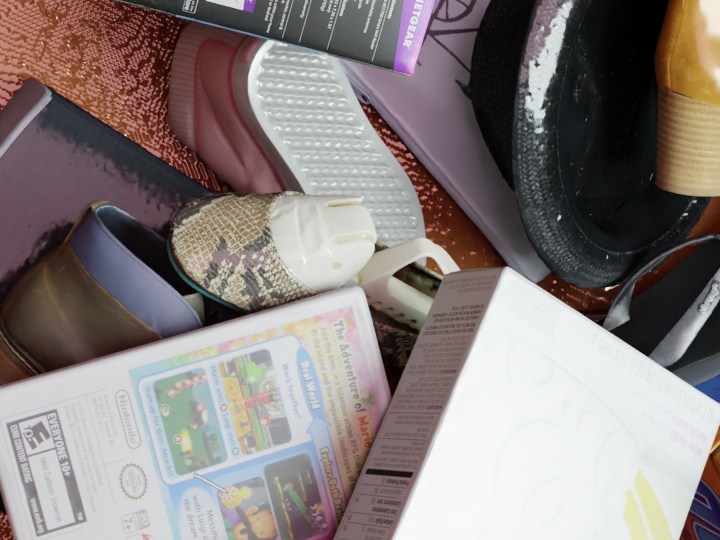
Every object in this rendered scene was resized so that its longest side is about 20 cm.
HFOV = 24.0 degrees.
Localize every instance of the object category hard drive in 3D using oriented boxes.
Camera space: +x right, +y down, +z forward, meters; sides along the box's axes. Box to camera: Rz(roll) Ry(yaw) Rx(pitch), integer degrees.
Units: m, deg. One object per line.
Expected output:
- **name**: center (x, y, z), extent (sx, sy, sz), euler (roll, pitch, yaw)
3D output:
- **hard drive**: center (-0.167, 0.015, 0.860), extent (0.134, 0.042, 0.201), euler (32, 79, -12)

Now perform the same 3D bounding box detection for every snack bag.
- **snack bag**: center (0.103, -0.115, 0.960), extent (0.200, 0.021, 0.189), euler (-45, 99, -15)

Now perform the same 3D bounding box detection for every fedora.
- **fedora**: center (0.118, -0.097, 0.890), extent (0.200, 0.091, 0.202), euler (-15, 114, -38)

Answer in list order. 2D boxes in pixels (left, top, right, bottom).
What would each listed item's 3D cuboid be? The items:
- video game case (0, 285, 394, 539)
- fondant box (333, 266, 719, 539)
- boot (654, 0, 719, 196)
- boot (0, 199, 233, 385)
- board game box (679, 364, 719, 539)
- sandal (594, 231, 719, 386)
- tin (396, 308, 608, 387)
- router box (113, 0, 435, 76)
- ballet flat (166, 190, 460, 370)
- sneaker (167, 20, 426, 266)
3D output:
- **video game case**: center (-0.060, 0.127, 0.766), extent (0.181, 0.024, 0.202), euler (-16, 94, -15)
- **fondant box**: center (0.069, 0.120, 0.769), extent (0.144, 0.058, 0.201), euler (31, 74, -24)
- **boot**: center (0.234, -0.116, 0.868), extent (0.200, 0.071, 0.145), euler (-6, 112, -33)
- **boot**: center (-0.081, 0.057, 0.793), extent (0.199, 0.075, 0.097), euler (36, 110, 0)
- **board game box**: center (0.285, 0.102, 0.880), extent (0.200, 0.199, 0.201), euler (-40, 118, -16)
- **sandal**: center (0.153, 0.028, 0.862), extent (0.199, 0.076, 0.043), euler (-35, 126, -1)
- **tin**: center (0.117, 0.079, 0.946), extent (0.198, 0.042, 0.113), euler (-3, 92, -17)
- **router box**: center (-0.055, -0.159, 0.822), extent (0.148, 0.200, 0.051), euler (13, 109, -15)
- **ballet flat**: center (0.000, 0.000, 0.827), extent (0.199, 0.075, 0.068), euler (26, 50, -41)
- **sneaker**: center (-0.036, -0.054, 0.896), extent (0.075, 0.104, 0.201), euler (-41, 128, -21)
